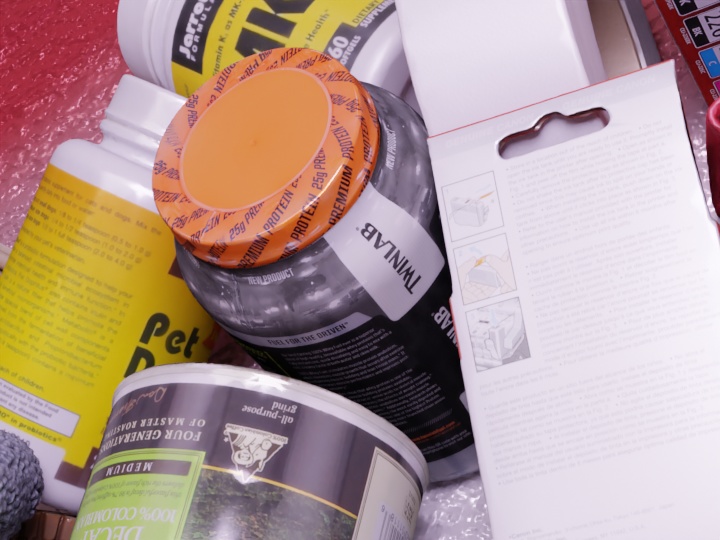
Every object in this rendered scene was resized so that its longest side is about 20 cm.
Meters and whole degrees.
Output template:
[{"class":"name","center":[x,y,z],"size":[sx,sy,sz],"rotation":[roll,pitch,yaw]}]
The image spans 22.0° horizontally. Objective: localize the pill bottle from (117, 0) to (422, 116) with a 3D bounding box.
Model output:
[{"class":"pill bottle","center":[-0.029,-0.110,0.960],"size":[0.200,0.114,0.114],"rotation":[25,74,40]}]

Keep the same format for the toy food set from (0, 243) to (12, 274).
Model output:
[{"class":"toy food set","center":[-0.244,0.034,1.021],"size":[0.200,0.060,0.144],"rotation":[24,73,40]}]

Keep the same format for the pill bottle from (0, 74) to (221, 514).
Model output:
[{"class":"pill bottle","center":[-0.119,0.011,0.898],"size":[0.109,0.109,0.200],"rotation":[25,92,39]}]

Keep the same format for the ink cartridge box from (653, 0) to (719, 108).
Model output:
[{"class":"ink cartridge box","center":[0.204,-0.169,0.805],"size":[0.175,0.200,0.084],"rotation":[-23,50,16]}]

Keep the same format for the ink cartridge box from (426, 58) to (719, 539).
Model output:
[{"class":"ink cartridge box","center":[0.096,0.032,0.703],"size":[0.109,0.050,0.200],"rotation":[-16,69,19]}]

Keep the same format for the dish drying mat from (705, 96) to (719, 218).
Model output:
[{"class":"dish drying mat","center":[0.175,-0.061,0.761],"size":[0.077,0.200,0.018],"rotation":[-43,76,3]}]

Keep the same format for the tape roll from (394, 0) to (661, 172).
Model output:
[{"class":"tape roll","center":[0.084,-0.083,0.817],"size":[0.071,0.202,0.203],"rotation":[-16,52,19]}]

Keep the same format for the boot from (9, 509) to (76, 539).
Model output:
[{"class":"boot","center":[-0.203,0.150,0.907],"size":[0.199,0.107,0.075],"rotation":[-6,94,-2]}]

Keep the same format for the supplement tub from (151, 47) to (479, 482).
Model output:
[{"class":"supplement tub","center":[0.000,0.000,0.808],"size":[0.122,0.200,0.123],"rotation":[-15,53,21]}]

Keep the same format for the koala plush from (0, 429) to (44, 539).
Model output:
[{"class":"koala plush","center":[-0.219,0.173,0.751],"size":[0.183,0.178,0.200],"rotation":[-5,13,-7]}]

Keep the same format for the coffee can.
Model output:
[{"class":"coffee can","center":[-0.062,0.160,0.771],"size":[0.146,0.146,0.200],"rotation":[-2,58,29]}]
